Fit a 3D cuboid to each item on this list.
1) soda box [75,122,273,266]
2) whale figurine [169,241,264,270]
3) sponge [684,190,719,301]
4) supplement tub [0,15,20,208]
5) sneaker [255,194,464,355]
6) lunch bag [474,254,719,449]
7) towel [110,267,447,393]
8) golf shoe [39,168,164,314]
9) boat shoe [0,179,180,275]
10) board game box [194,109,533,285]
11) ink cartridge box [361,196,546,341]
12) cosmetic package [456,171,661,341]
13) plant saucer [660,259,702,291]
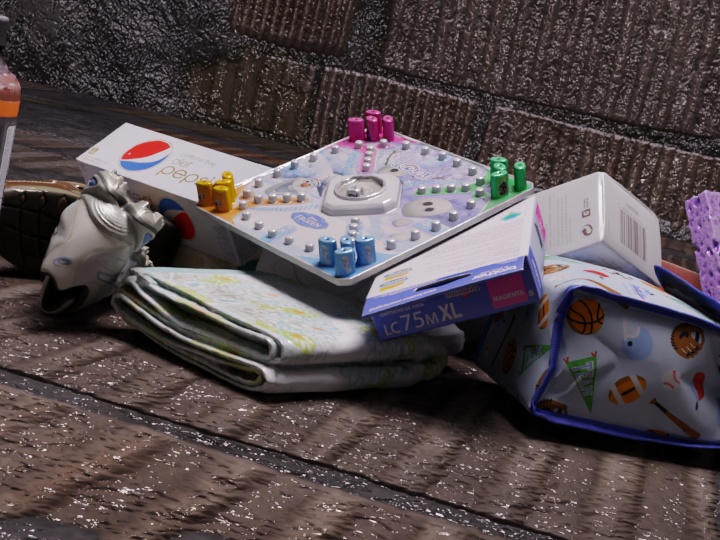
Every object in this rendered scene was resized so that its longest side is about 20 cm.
[{"bbox_3d":[-0.161,-0.071,1.208,0.200,0.064,0.068,20,49,37],"label":"soda box"},{"bbox_3d":[-0.085,-0.018,1.259,0.159,0.104,0.200,19,35,37],"label":"whale figurine"},{"bbox_3d":[0.363,0.029,1.251,0.111,0.201,0.030,8,-24,-37],"label":"sponge"},{"bbox_3d":[-0.302,-0.088,0.958,0.107,0.201,0.107,12,9,-2],"label":"supplement tub"},{"bbox_3d":[0.000,0.000,1.118,0.200,0.115,0.075,17,10,24],"label":"sneaker"},{"bbox_3d":[0.210,0.060,1.019,0.199,0.124,0.170,16,8,-11],"label":"lunch bag"},{"bbox_3d":[-0.059,0.045,0.984,0.171,0.048,0.200,23,13,37],"label":"towel"},{"bbox_3d":[-0.207,-0.007,1.002,0.078,0.097,0.200,41,-17,2],"label":"golf shoe"},{"bbox_3d":[-0.242,-0.038,1.124,0.074,0.076,0.200,38,13,35],"label":"boat shoe"},{"bbox_3d":[0.000,-0.066,1.073,0.200,0.026,0.200,-26,34,-31],"label":"board game box"},{"bbox_3d":[0.073,0.000,0.982,0.119,0.042,0.200,-16,12,13],"label":"ink cartridge box"},{"bbox_3d":[0.148,-0.008,1.163,0.200,0.074,0.102,-17,-34,36],"label":"cosmetic package"},{"bbox_3d":[0.367,0.055,1.389,0.200,0.037,0.200,34,-1,-24],"label":"plant saucer"}]
